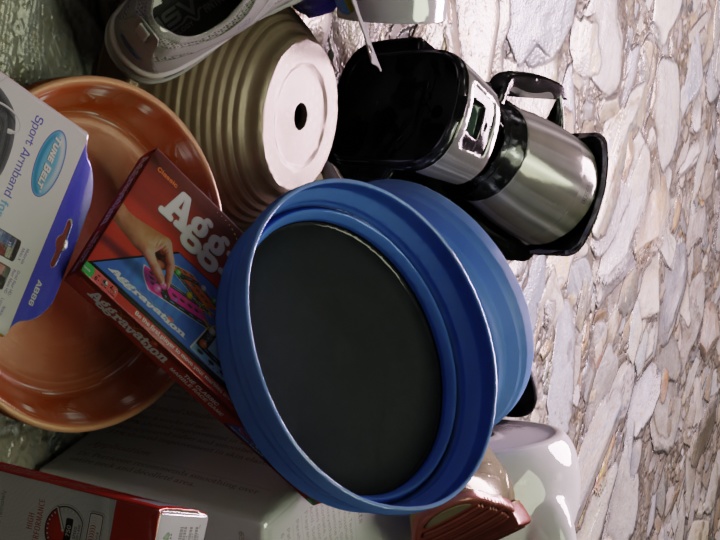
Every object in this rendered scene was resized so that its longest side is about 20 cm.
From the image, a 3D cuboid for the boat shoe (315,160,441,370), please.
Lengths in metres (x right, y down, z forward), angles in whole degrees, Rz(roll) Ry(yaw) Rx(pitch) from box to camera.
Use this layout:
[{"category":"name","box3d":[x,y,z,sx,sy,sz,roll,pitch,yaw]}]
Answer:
[{"category":"boat shoe","box3d":[0.000,0.000,1.064,0.073,0.062,0.201,110,-31,-43]}]

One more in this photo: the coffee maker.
[{"category":"coffee maker","box3d":[0.065,-0.085,1.258,0.200,0.192,0.135,25,52,-41]}]

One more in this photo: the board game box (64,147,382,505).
[{"category":"board game box","box3d":[-0.071,0.033,0.909,0.200,0.019,0.103,45,44,-22]}]

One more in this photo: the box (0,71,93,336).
[{"category":"box","box3d":[-0.216,-0.051,0.781,0.200,0.041,0.120,39,67,-51]}]

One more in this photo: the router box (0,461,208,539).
[{"category":"router box","box3d":[-0.183,0.203,0.810,0.049,0.179,0.201,21,79,-63]}]

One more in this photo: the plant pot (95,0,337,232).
[{"category":"plant pot","box3d":[-0.078,-0.103,1.024,0.201,0.092,0.202,-31,126,-56]}]

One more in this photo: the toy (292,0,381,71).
[{"category":"toy","box3d":[-0.043,-0.222,1.036,0.115,0.047,0.201,-19,90,-85]}]

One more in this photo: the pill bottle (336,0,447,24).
[{"category":"pill bottle","box3d":[0.027,-0.283,1.153,0.111,0.111,0.201,-22,117,-60]}]

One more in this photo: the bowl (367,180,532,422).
[{"category":"bowl","box3d":[0.032,0.035,1.151,0.039,0.200,0.202,-33,128,-41]}]

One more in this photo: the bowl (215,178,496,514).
[{"category":"bowl","box3d":[-0.001,0.046,0.930,0.200,0.039,0.202,21,58,-38]}]

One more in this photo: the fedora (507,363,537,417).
[{"category":"fedora","box3d":[0.052,0.065,1.276,0.091,0.200,0.201,-36,135,-19]}]

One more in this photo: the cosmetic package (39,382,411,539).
[{"category":"cosmetic package","box3d":[-0.075,0.169,1.028,0.200,0.167,0.167,-37,129,-54]}]

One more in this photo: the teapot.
[{"category":"teapot","box3d":[0.079,0.201,1.251,0.200,0.196,0.147,-70,157,-85]}]

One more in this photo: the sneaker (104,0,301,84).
[{"category":"sneaker","box3d":[-0.058,-0.181,0.923,0.200,0.082,0.075,-45,101,-12]}]

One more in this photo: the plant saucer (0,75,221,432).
[{"category":"plant saucer","box3d":[-0.161,-0.010,0.904,0.200,0.032,0.201,-7,100,-47]}]

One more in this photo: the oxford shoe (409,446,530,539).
[{"category":"oxford shoe","box3d":[0.061,0.146,1.060,0.200,0.070,0.075,46,20,-73]}]
